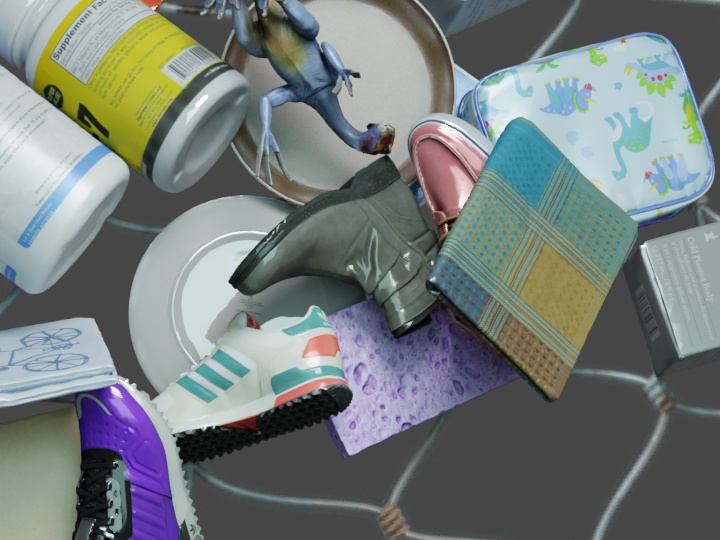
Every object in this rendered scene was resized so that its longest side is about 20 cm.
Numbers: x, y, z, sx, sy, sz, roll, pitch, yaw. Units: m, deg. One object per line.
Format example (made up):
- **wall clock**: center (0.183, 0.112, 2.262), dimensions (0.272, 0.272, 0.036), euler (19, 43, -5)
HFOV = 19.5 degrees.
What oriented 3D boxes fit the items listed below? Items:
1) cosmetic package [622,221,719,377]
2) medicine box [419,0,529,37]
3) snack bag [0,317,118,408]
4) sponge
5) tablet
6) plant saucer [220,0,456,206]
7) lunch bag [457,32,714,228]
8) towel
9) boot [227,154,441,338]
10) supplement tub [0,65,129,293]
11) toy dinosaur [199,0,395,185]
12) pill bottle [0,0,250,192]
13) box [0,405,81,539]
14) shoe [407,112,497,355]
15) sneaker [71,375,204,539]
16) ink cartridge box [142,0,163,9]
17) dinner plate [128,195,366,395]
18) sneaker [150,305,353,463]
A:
- **cosmetic package**: center (0.332, 0.010, 1.755), dimensions (0.199, 0.090, 0.108), euler (-17, 78, -9)
- **medicine box**: center (0.124, -0.328, 1.788), dimensions (0.199, 0.103, 0.183), euler (-24, 82, -13)
- **snack bag**: center (-0.289, 0.076, 1.597), dimensions (0.198, 0.189, 0.022), euler (-9, 102, -11)
- **sponge**: center (0.049, 0.065, 1.714), dimensions (0.199, 0.030, 0.112), euler (-23, 83, -20)
- **tablet**: center (0.002, -0.156, 1.777), dimensions (0.199, 0.014, 0.131), euler (35, 75, -1)
- **plant saucer**: center (-0.020, -0.149, 1.742), dimensions (0.198, 0.032, 0.202), euler (0, 88, -3)
- **lunch bag**: center (0.187, -0.101, 1.753), dimensions (0.199, 0.082, 0.162), euler (-16, 82, -16)
- **towel**: center (0.135, -0.012, 1.630), dimensions (0.147, 0.022, 0.201), euler (43, 49, -14)
- **boot**: center (0.000, 0.000, 1.648), dimensions (0.200, 0.068, 0.131), euler (-34, 86, -40)
- **supplement tub**: center (-0.295, -0.088, 1.655), dimensions (0.200, 0.132, 0.132), euler (38, 75, 0)
- **toy dinosaur**: center (-0.035, -0.171, 1.654), dimensions (0.104, 0.181, 0.201), euler (-13, 58, 28)
- **pill bottle**: center (-0.197, -0.163, 1.686), dimensions (0.200, 0.114, 0.114), euler (37, 74, 13)
- **box**: center (-0.289, 0.205, 1.647), dimensions (0.198, 0.021, 0.165), euler (-13, 80, -11)
- **shoe**: center (0.091, -0.027, 1.657), dimensions (0.201, 0.071, 0.091), euler (58, 33, -6)
- **sneaker**: center (-0.185, 0.180, 1.596), dimensions (0.099, 0.069, 0.201), euler (-33, 111, -43)
- **ink cartridge box**: center (-0.166, -0.308, 1.765), dimensions (0.109, 0.050, 0.200), euler (40, 74, 1)
- **dinner plate**: center (-0.090, 0.034, 1.716), dimensions (0.198, 0.024, 0.202), euler (2, 76, -9)
- **sneaker**: center (-0.104, 0.088, 1.662), dimensions (0.198, 0.070, 0.094), euler (-18, 64, 16)
